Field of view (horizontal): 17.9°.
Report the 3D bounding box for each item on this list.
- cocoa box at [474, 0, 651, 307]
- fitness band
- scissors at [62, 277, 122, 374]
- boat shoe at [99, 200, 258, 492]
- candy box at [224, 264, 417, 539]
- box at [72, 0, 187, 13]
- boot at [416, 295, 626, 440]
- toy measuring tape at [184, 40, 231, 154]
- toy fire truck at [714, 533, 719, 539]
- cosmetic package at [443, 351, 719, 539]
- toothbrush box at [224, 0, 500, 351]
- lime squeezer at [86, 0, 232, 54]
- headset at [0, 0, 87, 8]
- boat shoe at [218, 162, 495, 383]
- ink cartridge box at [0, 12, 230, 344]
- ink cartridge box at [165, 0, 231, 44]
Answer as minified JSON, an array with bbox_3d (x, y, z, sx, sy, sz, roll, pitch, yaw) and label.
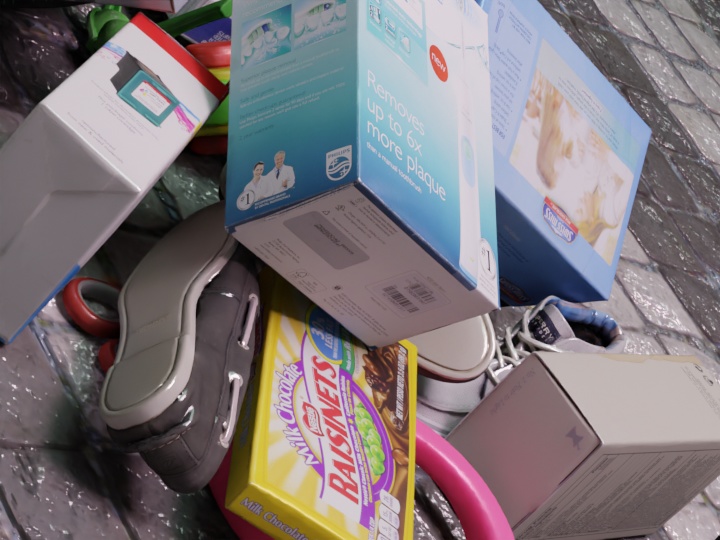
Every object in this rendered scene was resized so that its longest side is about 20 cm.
[{"bbox_3d":[0.068,-0.079,1.406,0.200,0.131,0.134,41,56,-42],"label":"cocoa box"},{"bbox_3d":[0.003,0.123,1.208,0.200,0.037,0.144,23,32,-36],"label":"fitness band"},{"bbox_3d":[-0.096,0.023,1.247,0.073,0.014,0.200,48,24,12],"label":"scissors"},{"bbox_3d":[-0.085,0.037,1.148,0.057,0.067,0.200,60,21,-25],"label":"boat shoe"},{"bbox_3d":[-0.016,0.079,1.178,0.102,0.026,0.200,32,29,-18],"label":"candy box"},{"bbox_3d":[-0.160,-0.204,1.278,0.200,0.041,0.156,8,37,23],"label":"box"},{"bbox_3d":[0.082,0.052,1.367,0.200,0.096,0.074,0,49,-56],"label":"boot"},{"bbox_3d":[-0.095,-0.098,1.352,0.074,0.074,0.200,46,20,3],"label":"toy measuring tape"},{"bbox_3d":[0.253,0.271,1.288,0.176,0.129,0.200,28,19,-30],"label":"toy fire truck"},{"bbox_3d":[0.142,0.107,1.366,0.200,0.104,0.073,7,43,-55],"label":"cosmetic package"},{"bbox_3d":[0.002,-0.083,1.212,0.146,0.085,0.200,42,38,-46],"label":"toothbrush box"},{"bbox_3d":[-0.140,-0.154,1.392,0.038,0.071,0.200,35,-4,-26],"label":"lime squeezer"},{"bbox_3d":[-0.161,-0.216,1.370,0.123,0.094,0.200,6,27,20],"label":"headset"},{"bbox_3d":[0.000,0.000,1.328,0.200,0.067,0.057,39,-17,17],"label":"boat shoe"},{"bbox_3d":[-0.140,-0.057,1.177,0.067,0.116,0.200,41,24,-6],"label":"ink cartridge box"},{"bbox_3d":[-0.083,-0.200,1.553,0.199,0.041,0.200,28,28,-47],"label":"ink cartridge box"}]
